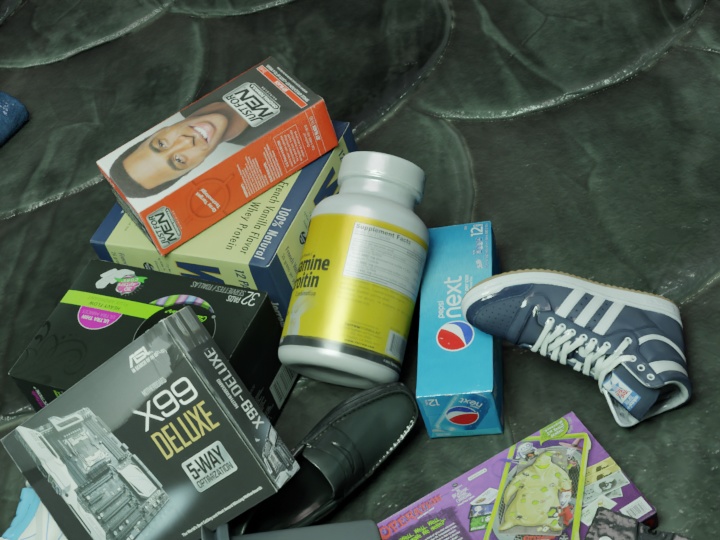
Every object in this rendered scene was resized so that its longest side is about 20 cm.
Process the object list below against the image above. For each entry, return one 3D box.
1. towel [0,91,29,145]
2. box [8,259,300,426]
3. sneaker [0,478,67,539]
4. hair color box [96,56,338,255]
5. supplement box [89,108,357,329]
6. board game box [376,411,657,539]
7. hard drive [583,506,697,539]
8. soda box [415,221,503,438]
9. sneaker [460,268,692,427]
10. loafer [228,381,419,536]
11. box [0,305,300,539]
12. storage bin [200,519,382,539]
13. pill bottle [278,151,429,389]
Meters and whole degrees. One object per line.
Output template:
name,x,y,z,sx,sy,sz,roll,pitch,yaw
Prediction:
towel,-0.517,-0.156,1.469,0.111,0.049,0.200,20,56,31
box,-0.183,0.094,1.068,0.199,0.124,0.149,10,51,24
sneaker,-0.257,0.237,0.998,0.086,0.075,0.200,1,49,12
hair color box,-0.133,-0.110,1.096,0.200,0.061,0.102,-35,47,-13
supplement box,-0.117,-0.042,1.166,0.199,0.134,0.200,7,51,25
board game box,0.119,0.205,0.930,0.200,0.032,0.120,-28,50,-9
hard drive,0.197,0.278,0.812,0.139,0.038,0.200,15,58,23
soda box,0.091,0.050,1.059,0.068,0.064,0.200,-6,46,13
sneaker,0.184,0.066,0.972,0.199,0.070,0.109,8,49,-12
loafer,-0.028,0.167,0.976,0.200,0.068,0.070,-37,8,-12
box,-0.170,0.146,0.936,0.200,0.158,0.050,-34,0,24
storage bin,-0.035,0.271,0.852,0.134,0.146,0.200,-12,45,-7
pill bottle,0.000,0.000,1.058,0.112,0.112,0.201,7,74,24
